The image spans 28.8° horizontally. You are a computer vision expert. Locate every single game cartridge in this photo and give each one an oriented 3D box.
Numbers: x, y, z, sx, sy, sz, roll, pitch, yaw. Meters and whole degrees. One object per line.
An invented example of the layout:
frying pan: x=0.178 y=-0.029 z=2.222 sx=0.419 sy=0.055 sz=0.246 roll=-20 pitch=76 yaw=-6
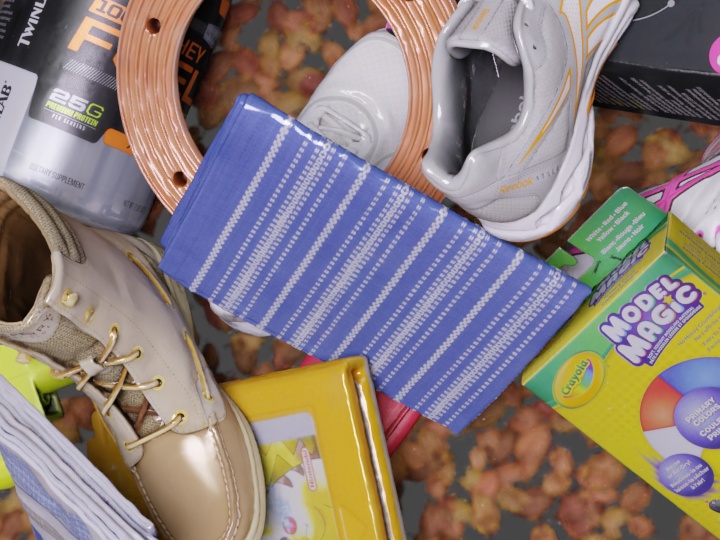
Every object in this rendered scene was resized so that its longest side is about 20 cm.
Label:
game cartridge: x=-0.065 y=0.151 z=0.789 sx=0.198 sy=0.032 sz=0.178 roll=-14 pitch=87 yaw=31

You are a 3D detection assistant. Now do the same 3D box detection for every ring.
ring: x=-0.035 y=-0.096 z=0.739 sx=0.198 sy=0.019 sz=0.203 roll=5 pitch=108 yaw=16

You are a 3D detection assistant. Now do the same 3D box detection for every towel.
towel: x=0.000 y=0.000 z=0.726 sx=0.199 sy=0.145 sz=0.024 roll=29 pitch=47 yaw=-7
towel: x=-0.145 y=0.148 z=0.745 sx=0.024 sy=0.201 sz=0.147 roll=-38 pitch=63 yaw=-25

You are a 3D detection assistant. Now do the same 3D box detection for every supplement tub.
supplement tub: x=-0.150 y=-0.132 z=0.816 sx=0.121 sy=0.123 sz=0.202 roll=21 pitch=91 yaw=10

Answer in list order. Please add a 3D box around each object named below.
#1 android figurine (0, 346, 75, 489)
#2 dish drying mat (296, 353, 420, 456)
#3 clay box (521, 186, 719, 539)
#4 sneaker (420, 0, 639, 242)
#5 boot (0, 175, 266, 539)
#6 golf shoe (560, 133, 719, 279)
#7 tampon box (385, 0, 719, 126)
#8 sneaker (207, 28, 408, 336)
android figurine: x=-0.264 y=0.055 z=0.867 sx=0.198 sy=0.041 sz=0.184 roll=-20 pitch=84 yaw=6
dish drying mat: x=-0.027 y=0.108 z=0.832 sx=0.077 sy=0.018 sz=0.201 roll=36 pitch=93 yaw=14
clay box: x=0.176 y=0.059 z=0.736 sx=0.199 sy=0.048 sz=0.115 roll=37 pitch=123 yaw=-8
sneaker: x=0.077 y=-0.118 z=0.637 sx=0.075 sy=0.092 sz=0.202 roll=7 pitch=85 yaw=33
boot: x=-0.126 y=0.054 z=0.712 sx=0.072 sy=0.155 sz=0.202 roll=-27 pitch=67 yaw=13
golf shoe: x=0.181 y=-0.016 z=0.762 sx=0.200 sy=0.092 sz=0.073 roll=-40 pitch=105 yaw=7
tampon box: x=0.139 y=-0.168 z=0.736 sx=0.198 sy=0.126 sz=0.152 roll=13 pitch=88 yaw=32
sneaker: x=-0.025 y=-0.051 z=0.812 sx=0.075 sy=0.081 sz=0.201 roll=31 pitch=91 yaw=12
